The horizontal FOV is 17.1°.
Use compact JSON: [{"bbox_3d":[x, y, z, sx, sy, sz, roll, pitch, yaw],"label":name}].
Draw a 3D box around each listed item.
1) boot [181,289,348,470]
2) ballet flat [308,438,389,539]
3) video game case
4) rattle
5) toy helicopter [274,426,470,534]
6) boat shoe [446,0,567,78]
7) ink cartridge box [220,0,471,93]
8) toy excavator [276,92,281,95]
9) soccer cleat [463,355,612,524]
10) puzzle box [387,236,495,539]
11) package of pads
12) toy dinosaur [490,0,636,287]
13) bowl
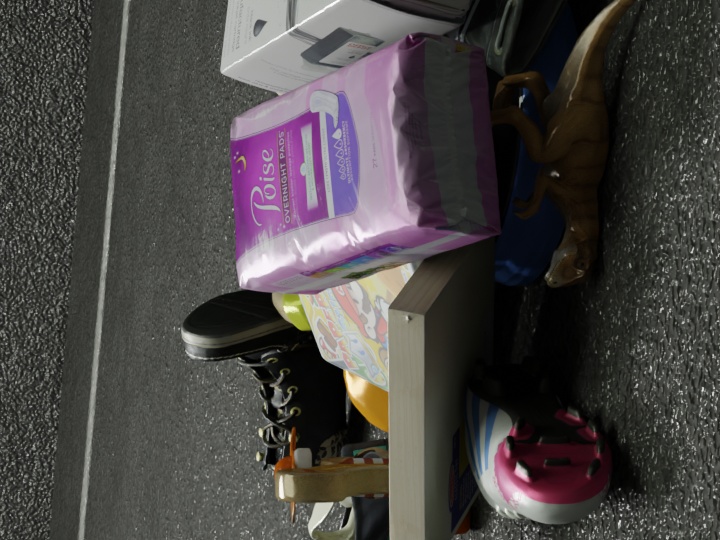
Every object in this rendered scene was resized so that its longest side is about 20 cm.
[{"bbox_3d":[-0.066,0.092,1.893,0.073,0.204,0.154,13,107,33],"label":"boot"},{"bbox_3d":[-0.010,0.209,1.824,0.073,0.073,0.200,-107,25,-53],"label":"ballet flat"},{"bbox_3d":[0.000,0.000,1.620,0.182,0.023,0.200,24,141,52],"label":"video game case"},{"bbox_3d":[0.018,0.011,1.844,0.130,0.143,0.200,-46,12,17],"label":"rattle"},{"bbox_3d":[-0.011,0.135,1.598,0.200,0.132,0.079,4,-90,-67],"label":"toy helicopter"},{"bbox_3d":[0.121,-0.206,1.445,0.071,0.072,0.200,43,124,28],"label":"boat shoe"},{"bbox_3d":[-0.007,-0.204,1.513,0.200,0.085,0.146,-20,61,60],"label":"ink cartridge box"},{"bbox_3d":[-0.030,-0.229,1.863,0.100,0.194,0.200,-22,81,28],"label":"toy excavator"},{"bbox_3d":[0.106,0.120,1.433,0.200,0.070,0.086,-112,20,-69],"label":"soccer cleat"},{"bbox_3d":[0.051,0.079,1.499,0.133,0.025,0.200,-53,-32,-55],"label":"puzzle box"},{"bbox_3d":[0.000,-0.061,1.454,0.200,0.076,0.121,-18,72,53],"label":"package of pads"},{"bbox_3d":[0.125,-0.093,1.430,0.060,0.106,0.200,-30,-50,-60],"label":"toy dinosaur"},{"bbox_3d":[0.093,-0.091,1.568,0.201,0.039,0.201,-176,90,-75],"label":"bowl"}]
